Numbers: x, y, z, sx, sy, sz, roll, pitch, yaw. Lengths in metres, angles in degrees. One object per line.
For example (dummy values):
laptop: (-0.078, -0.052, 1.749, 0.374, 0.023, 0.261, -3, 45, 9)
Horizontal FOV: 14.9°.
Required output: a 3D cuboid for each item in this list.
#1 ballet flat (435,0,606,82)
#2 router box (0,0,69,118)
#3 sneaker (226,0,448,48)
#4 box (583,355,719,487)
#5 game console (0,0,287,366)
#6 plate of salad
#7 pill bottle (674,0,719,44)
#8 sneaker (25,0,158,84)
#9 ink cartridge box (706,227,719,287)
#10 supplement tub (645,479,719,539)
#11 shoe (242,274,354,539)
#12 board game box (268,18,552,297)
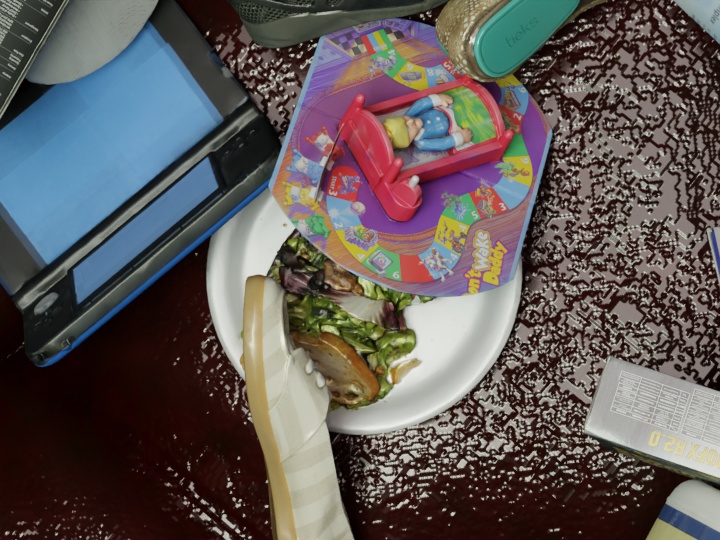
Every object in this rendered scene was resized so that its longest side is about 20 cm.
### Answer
ballet flat: (0.124, -0.189, 1.686, 0.200, 0.071, 0.065, -34, 35, -19)
router box: (-0.245, -0.163, 1.686, 0.062, 0.200, 0.150, 30, 89, -25)
sneaker: (-0.004, -0.206, 1.643, 0.198, 0.114, 0.077, -14, 51, 24)
box: (0.234, 0.108, 1.594, 0.199, 0.158, 0.049, 18, 87, 10)
game console: (-0.160, -0.061, 1.703, 0.200, 0.171, 0.118, -40, 106, 3)
plate of salad: (0.000, 0.000, 1.701, 0.199, 0.048, 0.202, -1, 83, 10)
pill bottle: (0.278, -0.148, 1.640, 0.200, 0.109, 0.109, 44, 92, 11)
sneaker: (-0.166, -0.205, 1.740, 0.088, 0.075, 0.200, 27, 71, 34)
ink cartridge box: (0.265, 0.019, 1.593, 0.039, 0.199, 0.100, -20, 78, 48)
supplement tub: (0.202, 0.238, 1.591, 0.144, 0.144, 0.201, 28, 89, 11)
shoe: (-0.037, 0.095, 1.668, 0.053, 0.070, 0.201, -8, 109, 0)
board game box: (0.039, -0.079, 1.650, 0.157, 0.039, 0.201, 23, 54, -6)
